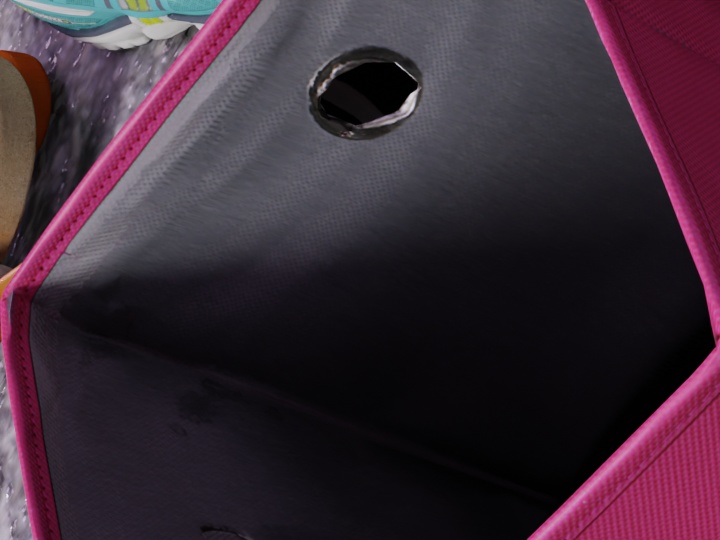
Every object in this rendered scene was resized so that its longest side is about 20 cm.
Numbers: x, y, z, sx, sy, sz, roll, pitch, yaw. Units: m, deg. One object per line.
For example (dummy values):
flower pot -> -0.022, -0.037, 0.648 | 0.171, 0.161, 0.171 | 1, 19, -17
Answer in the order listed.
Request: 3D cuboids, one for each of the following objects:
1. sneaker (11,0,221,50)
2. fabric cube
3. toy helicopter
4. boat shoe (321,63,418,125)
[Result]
sneaker -> -0.078, -0.127, 1.053 | 0.200, 0.079, 0.078 | -15, 59, 51
fabric cube -> 0.062, 0.039, 0.641 | 0.196, 0.199, 0.201 | -48, 37, 29
toy helicopter -> -0.170, 0.012, 1.133 | 0.132, 0.079, 0.201 | 45, 120, 46
boat shoe -> -0.002, -0.001, 0.873 | 0.063, 0.073, 0.202 | -52, 30, 37
